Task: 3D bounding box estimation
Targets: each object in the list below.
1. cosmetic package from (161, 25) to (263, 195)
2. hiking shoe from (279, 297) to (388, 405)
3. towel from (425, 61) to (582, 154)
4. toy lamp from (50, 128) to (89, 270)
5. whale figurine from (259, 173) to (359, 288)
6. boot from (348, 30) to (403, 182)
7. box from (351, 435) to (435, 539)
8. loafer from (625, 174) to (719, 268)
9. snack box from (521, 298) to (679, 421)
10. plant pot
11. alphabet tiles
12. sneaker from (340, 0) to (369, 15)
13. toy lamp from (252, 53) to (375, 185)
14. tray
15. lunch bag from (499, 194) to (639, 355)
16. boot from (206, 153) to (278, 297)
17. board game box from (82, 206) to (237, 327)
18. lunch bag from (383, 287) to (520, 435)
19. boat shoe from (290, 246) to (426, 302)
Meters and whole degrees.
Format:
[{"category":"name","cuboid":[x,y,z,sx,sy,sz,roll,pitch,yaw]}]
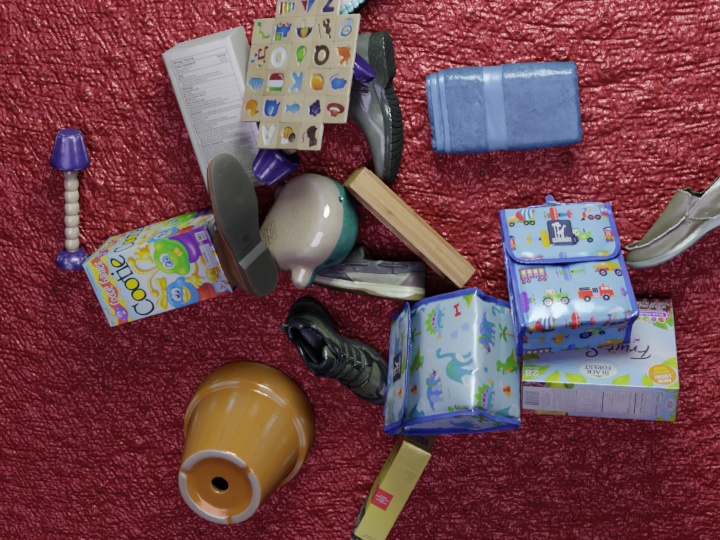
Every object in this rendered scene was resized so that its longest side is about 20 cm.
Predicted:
[{"category":"cosmetic package","cuboid":[-0.180,-0.211,1.465,0.102,0.073,0.203,-10,110,14]},{"category":"hiking shoe","cuboid":[-0.036,0.134,1.565,0.199,0.101,0.076,40,117,-2]},{"category":"towel","cuboid":[0.184,-0.210,1.407,0.197,0.049,0.113,-1,113,13]},{"category":"toy lamp","cuboid":[-0.415,-0.102,1.569,0.057,0.058,0.203,8,113,8]},{"category":"whale figurine","cuboid":[-0.081,-0.044,1.502,0.103,0.161,0.199,13,142,-42]},{"category":"boot","cuboid":[-0.015,-0.215,1.443,0.128,0.068,0.203,-2,105,17]},{"category":"box","cuboid":[0.050,0.323,1.648,0.050,0.075,0.202,26,116,-1]},{"category":"loafer","cuboid":[0.422,-0.073,1.411,0.199,0.075,0.070,-34,91,18]},{"category":"snack box","cuboid":[0.315,0.112,1.447,0.196,0.170,0.068,1,131,12]},{"category":"plant pot","cuboid":[-0.181,0.266,1.609,0.197,0.184,0.203,4,114,9]},{"category":"alphabet tiles","cuboid":[-0.076,-0.250,1.363,0.164,0.006,0.204,5,85,33]},{"category":"sneaker","cuboid":[0.011,-0.395,1.347,0.199,0.078,0.086,-40,97,23]},{"category":"toy lamp","cuboid":[-0.065,-0.191,1.391,0.058,0.058,0.200,40,108,-8]},{"category":"tray","cuboid":[0.063,-0.059,1.466,0.199,0.099,0.037,41,89,-8]},{"category":"lunch bag","cuboid":[0.264,-0.005,1.419,0.148,0.203,0.094,-6,152,2]},{"category":"boot","cuboid":[-0.173,-0.059,1.435,0.075,0.073,0.203,12,127,41]},{"category":"board game box","cuboid":[-0.273,-0.009,1.554,0.197,0.103,0.106,-16,109,17]},{"category":"lunch bag","cuboid":[0.109,0.129,1.468,0.126,0.173,0.198,20,157,-39]},{"category":"boat shoe","cuboid":[0.000,0.000,1.528,0.198,0.072,0.067,10,86,21]}]
